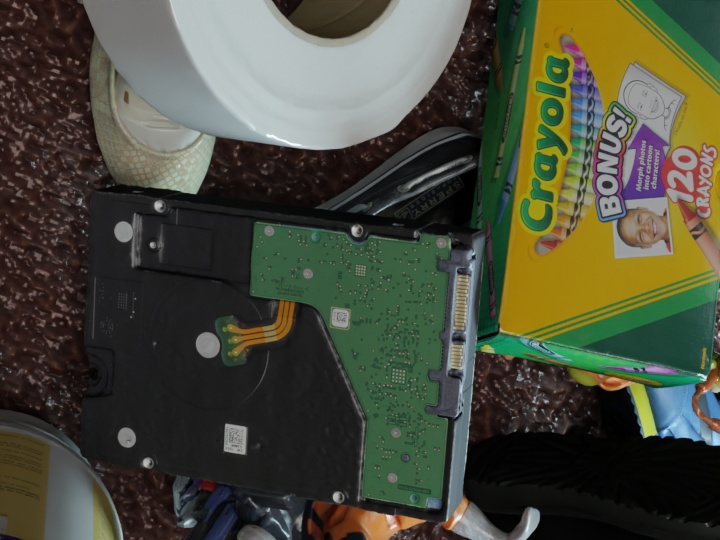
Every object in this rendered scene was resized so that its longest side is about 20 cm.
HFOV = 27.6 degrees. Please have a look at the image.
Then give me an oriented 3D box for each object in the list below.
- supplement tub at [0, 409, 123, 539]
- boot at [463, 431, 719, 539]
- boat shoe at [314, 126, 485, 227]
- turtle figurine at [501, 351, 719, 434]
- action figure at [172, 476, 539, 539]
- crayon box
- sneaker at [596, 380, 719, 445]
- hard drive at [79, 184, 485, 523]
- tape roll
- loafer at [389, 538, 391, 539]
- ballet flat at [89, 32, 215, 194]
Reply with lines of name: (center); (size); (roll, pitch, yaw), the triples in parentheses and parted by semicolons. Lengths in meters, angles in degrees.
supplement tub: (-0.184, 0.160, 0.705); (0.143, 0.200, 0.148); (-3, 106, -10)
boot: (0.156, 0.178, 0.831); (0.079, 0.209, 0.160); (-30, 112, -40)
boat shoe: (0.000, 0.000, 0.786); (0.199, 0.068, 0.072); (-35, 113, -4)
turtle figurine: (0.157, 0.005, 0.820); (0.198, 0.064, 0.163); (27, 78, -3)
action figure: (-0.031, 0.154, 0.771); (0.200, 0.192, 0.106); (-49, 144, -34)
crayon box: (0.123, -0.050, 0.751); (0.117, 0.058, 0.203); (12, 77, -17)
sneaker: (0.201, 0.122, 0.885); (0.078, 0.066, 0.202); (-22, 111, -13)
hard drive: (-0.041, 0.038, 0.725); (0.197, 0.038, 0.142); (7, 101, 18)
tape roll: (-0.033, -0.160, 0.681); (0.201, 0.070, 0.206); (-11, 106, -42)
loafer: (0.025, 0.234, 0.866); (0.075, 0.068, 0.201); (-32, 113, -4)
ballet flat: (-0.100, -0.122, 0.723); (0.066, 0.062, 0.203); (-2, 107, -14)
